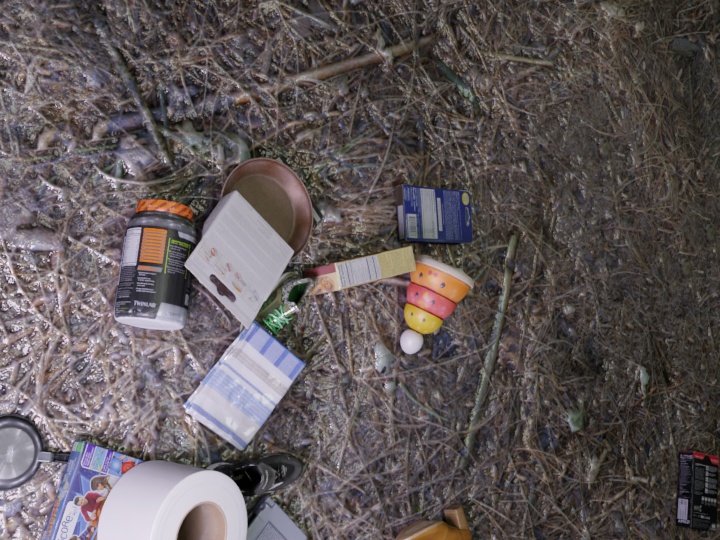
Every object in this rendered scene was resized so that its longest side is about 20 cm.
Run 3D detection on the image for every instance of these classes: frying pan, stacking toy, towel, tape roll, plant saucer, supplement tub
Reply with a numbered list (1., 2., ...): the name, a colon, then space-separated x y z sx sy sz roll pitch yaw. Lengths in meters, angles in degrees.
1. frying pan: -0.512 0.300 1.311 0.189 0.031 0.116 38 64 -23
2. stacking toy: 0.141 0.082 1.780 0.145 0.145 0.203 25 84 -31
3. towel: -0.204 0.207 1.518 0.147 0.024 0.201 43 79 -25
4. tape roll: -0.296 0.413 1.353 0.201 0.137 0.207 4 85 -51
5. plant saucer: -0.180 -0.108 1.589 0.198 0.036 0.205 6 80 -34
6. supplement tub: -0.340 -0.009 1.422 0.121 0.122 0.204 14 75 -34

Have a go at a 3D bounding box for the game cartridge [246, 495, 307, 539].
1. game cartridge: -0.186 0.525 1.513 0.134 0.041 0.201 50 58 -16

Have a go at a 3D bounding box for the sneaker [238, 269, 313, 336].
1. sneaker: -0.152 0.078 1.569 0.077 0.088 0.202 43 61 -23

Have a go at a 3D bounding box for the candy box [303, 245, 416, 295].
1. candy box: 0.000 0.000 1.676 0.198 0.115 0.056 -14 91 -37

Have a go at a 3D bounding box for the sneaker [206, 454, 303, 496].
1. sneaker: -0.176 0.368 1.508 0.197 0.090 0.068 2 83 -36

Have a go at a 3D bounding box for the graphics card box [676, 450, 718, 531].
1. graphics card box: 0.921 0.602 2.314 0.124 0.051 0.204 17 73 -34

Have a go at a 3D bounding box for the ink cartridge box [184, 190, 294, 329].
1. ink cartridge box: -0.216 -0.017 1.472 0.161 0.050 0.201 47 46 -21

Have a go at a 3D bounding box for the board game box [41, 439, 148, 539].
1. board game box: -0.421 0.387 1.347 0.135 0.034 0.203 30 65 -38

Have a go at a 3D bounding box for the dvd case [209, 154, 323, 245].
1. dvd case: -0.176 -0.106 1.623 0.200 0.016 0.150 -44 108 -31

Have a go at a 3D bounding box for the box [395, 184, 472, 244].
1. box: 0.164 -0.120 1.867 0.197 0.032 0.124 1 83 -35

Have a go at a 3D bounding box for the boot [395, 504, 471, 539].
1. boot: 0.163 0.581 1.740 0.199 0.070 0.147 -10 87 -42
